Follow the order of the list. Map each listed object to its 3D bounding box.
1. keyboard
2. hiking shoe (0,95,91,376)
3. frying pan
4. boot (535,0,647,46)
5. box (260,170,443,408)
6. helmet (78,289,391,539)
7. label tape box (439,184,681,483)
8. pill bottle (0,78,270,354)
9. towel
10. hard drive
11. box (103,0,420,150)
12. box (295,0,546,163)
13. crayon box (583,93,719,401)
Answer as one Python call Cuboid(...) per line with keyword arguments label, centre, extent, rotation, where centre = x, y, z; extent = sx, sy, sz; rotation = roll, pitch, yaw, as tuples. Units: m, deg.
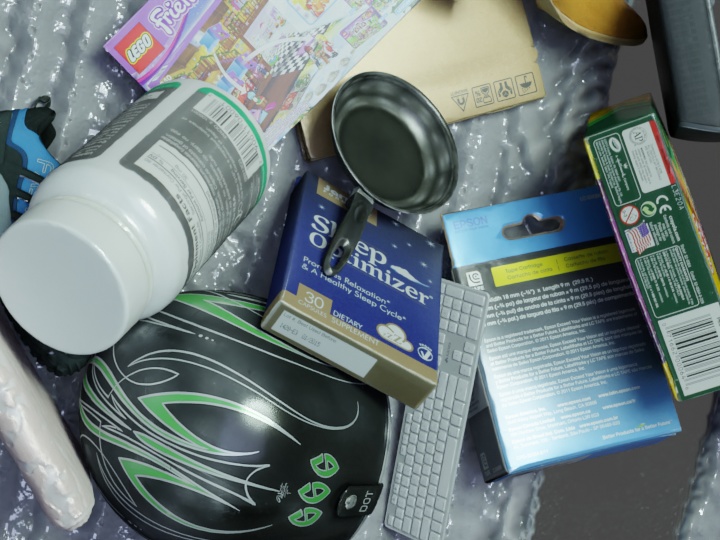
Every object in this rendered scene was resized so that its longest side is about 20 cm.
Cuboid(label="keyboard", centre=(0.057, 0.107, 1.051), extent=(0.011, 0.056, 0.201), rotation=(-1, 105, -45))
Cuboid(label="hiking shoe", centre=(-0.217, -0.027, 0.962), extent=(0.086, 0.074, 0.201), rotation=(-21, 79, -20))
Cuboid(label="frying pan", centre=(0.021, -0.058, 1.004), extent=(0.115, 0.031, 0.191), rotation=(21, 57, -28))
Cuboid(label="boot", centre=(0.166, -0.256, 1.038), extent=(0.200, 0.071, 0.145), rotation=(12, 113, -33))
Cuboid(label="box", centre=(0.000, 0.000, 0.986), extent=(0.121, 0.200, 0.032), rotation=(28, 120, -14))
Cuboid(label="helmet", centre=(-0.095, 0.105, 0.960), extent=(0.190, 0.200, 0.201), rotation=(17, 87, -25))
Cuboid(label="label tape box", centre=(0.144, 0.048, 1.077), extent=(0.143, 0.063, 0.201), rotation=(-10, 76, -14))
Cuboid(label="pill bottle", centre=(-0.147, -0.038, 0.919), extent=(0.113, 0.113, 0.200), rotation=(51, 36, -11))
Cuboid(label="towel", centre=(-0.237, 0.065, 0.918), extent=(0.032, 0.191, 0.201), rotation=(-31, 98, -10))
Cuboid(label="hard drive", centre=(0.242, -0.160, 1.043), extent=(0.042, 0.200, 0.136), rotation=(-10, 95, 11))
Cuboid(label="box", centre=(-0.067, -0.181, 1.011), extent=(0.200, 0.039, 0.137), rotation=(-44, 97, 2))
Cuboid(label="box", centre=(0.032, -0.187, 1.069), extent=(0.199, 0.021, 0.164), rotation=(-16, 96, -14))
Cuboid(label="crayon box", centre=(0.228, -0.025, 1.047), extent=(0.058, 0.173, 0.201), rotation=(-19, 98, 15))
